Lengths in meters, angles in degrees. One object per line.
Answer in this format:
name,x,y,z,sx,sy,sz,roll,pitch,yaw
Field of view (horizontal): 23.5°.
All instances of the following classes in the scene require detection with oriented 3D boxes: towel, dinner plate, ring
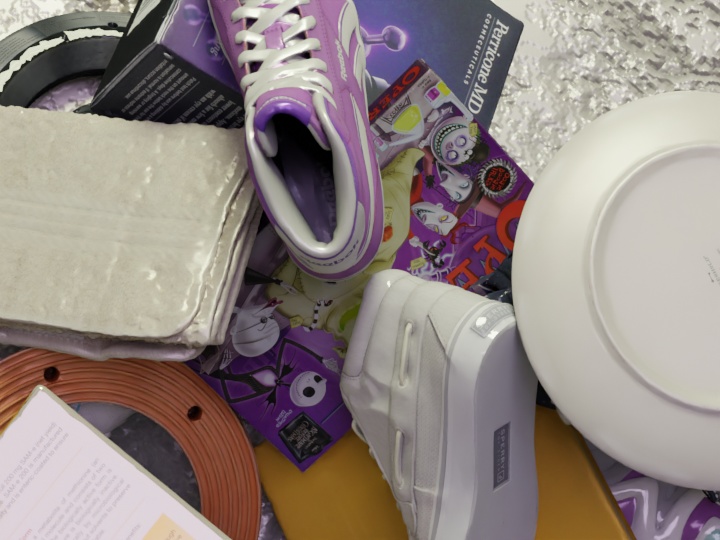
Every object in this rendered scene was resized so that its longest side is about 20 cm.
towel,-0.148,-0.023,0.901,0.198,0.035,0.133,8,62,18
dinner plate,0.173,0.005,0.840,0.198,0.024,0.202,2,76,-7
ring,-0.149,0.133,0.921,0.199,0.019,0.202,-4,100,-21

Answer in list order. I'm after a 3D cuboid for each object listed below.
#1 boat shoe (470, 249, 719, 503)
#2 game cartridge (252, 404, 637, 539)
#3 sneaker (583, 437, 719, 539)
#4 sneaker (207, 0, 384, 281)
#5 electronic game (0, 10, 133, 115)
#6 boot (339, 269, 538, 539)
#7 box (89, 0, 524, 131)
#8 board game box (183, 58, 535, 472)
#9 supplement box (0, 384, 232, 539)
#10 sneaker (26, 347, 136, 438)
boat shoe,0.135,0.060,0.923,0.092,0.075,0.201,-31,106,-1
game cartridge,0.051,0.141,0.958,0.175,0.032,0.201,-28,81,11
sneaker,0.173,0.096,0.998,0.198,0.078,0.141,-4,90,-14
sneaker,-0.032,-0.097,0.829,0.072,0.114,0.202,-19,83,5
electronic game,-0.142,-0.060,0.999,0.198,0.042,0.202,6,67,-15
boot,0.038,0.096,0.905,0.073,0.095,0.202,-19,122,-42
box,-0.027,-0.116,0.976,0.199,0.104,0.149,29,62,-20
board game box,0.000,0.000,0.918,0.200,0.032,0.120,-44,116,6
supplement box,-0.120,0.168,0.852,0.200,0.074,0.126,40,79,-1
sneaker,-0.179,0.085,0.948,0.199,0.070,0.081,-15,103,-20
